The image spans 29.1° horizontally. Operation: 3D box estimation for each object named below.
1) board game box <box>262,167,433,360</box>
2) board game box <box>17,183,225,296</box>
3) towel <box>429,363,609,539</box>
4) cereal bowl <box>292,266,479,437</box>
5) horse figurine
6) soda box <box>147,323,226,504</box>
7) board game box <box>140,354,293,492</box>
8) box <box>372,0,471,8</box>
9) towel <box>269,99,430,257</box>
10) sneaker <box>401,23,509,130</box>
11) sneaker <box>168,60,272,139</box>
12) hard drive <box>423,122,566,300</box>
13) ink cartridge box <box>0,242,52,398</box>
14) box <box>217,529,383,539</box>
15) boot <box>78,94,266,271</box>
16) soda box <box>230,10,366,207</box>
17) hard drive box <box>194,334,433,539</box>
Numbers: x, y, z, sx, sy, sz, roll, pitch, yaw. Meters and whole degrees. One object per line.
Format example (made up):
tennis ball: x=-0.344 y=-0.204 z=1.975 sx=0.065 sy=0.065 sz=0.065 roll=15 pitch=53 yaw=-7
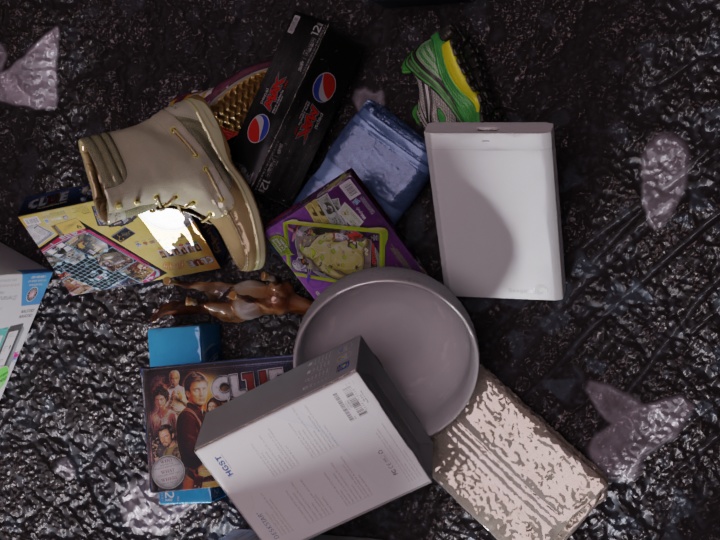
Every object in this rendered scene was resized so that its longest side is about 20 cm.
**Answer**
board game box: x=0.000 y=0.000 z=1.500 sx=0.120 sy=0.032 sz=0.200 roll=-32 pitch=110 yaw=13
board game box: x=-0.272 y=-0.043 z=1.587 sx=0.198 sy=0.035 sz=0.136 roll=-10 pitch=132 yaw=17
towel: x=0.160 y=0.212 z=1.497 sx=0.200 sy=0.034 sz=0.133 roll=43 pitch=102 yaw=14
cereal bowl: x=0.029 y=0.081 z=1.477 sx=0.198 sy=0.083 sz=0.202 roll=2 pitch=116 yaw=3
horse figurine: x=-0.135 y=0.033 z=1.554 sx=0.199 sy=0.132 sz=0.050 roll=-5 pitch=76 yaw=28
soda box: x=-0.196 y=0.164 z=1.594 sx=0.067 sy=0.064 sz=0.202 roll=-4 pitch=90 yaw=17
board game box: x=-0.138 y=0.167 z=1.536 sx=0.198 sy=0.035 sz=0.137 roll=-5 pitch=89 yaw=-11
box: x=0.051 y=-0.390 z=1.461 sx=0.106 sy=0.148 sz=0.202 roll=-1 pitch=90 yaw=18
towel: x=-0.006 y=-0.078 z=1.537 sx=0.111 sy=0.049 sz=0.201 roll=38 pitch=101 yaw=11
sneaker: x=0.109 y=-0.157 z=1.494 sx=0.085 sy=0.078 sz=0.201 roll=-25 pitch=81 yaw=32
sneaker: x=-0.166 y=-0.185 z=1.574 sx=0.199 sy=0.075 sz=0.090 roll=-33 pitch=41 yaw=-5
hard drive: x=0.142 y=-0.060 z=1.447 sx=0.131 sy=0.026 sz=0.201 roll=2 pitch=124 yaw=18
ink cartridge box: x=-0.493 y=0.061 z=1.645 sx=0.145 sy=0.147 sz=0.201 roll=27 pitch=100 yaw=15
box: x=-0.087 y=0.368 z=1.491 sx=0.198 sy=0.199 sz=0.132 roll=0 pitch=92 yaw=18
boot: x=-0.197 y=-0.071 z=1.462 sx=0.154 sy=0.072 sz=0.201 roll=-24 pitch=87 yaw=-27
soda box: x=-0.075 y=-0.177 z=1.528 sx=0.063 sy=0.071 sz=0.201 roll=28 pitch=94 yaw=42
hard drive box: x=-0.047 y=0.184 z=1.444 sx=0.199 sy=0.077 sz=0.156 roll=-27 pitch=112 yaw=16
